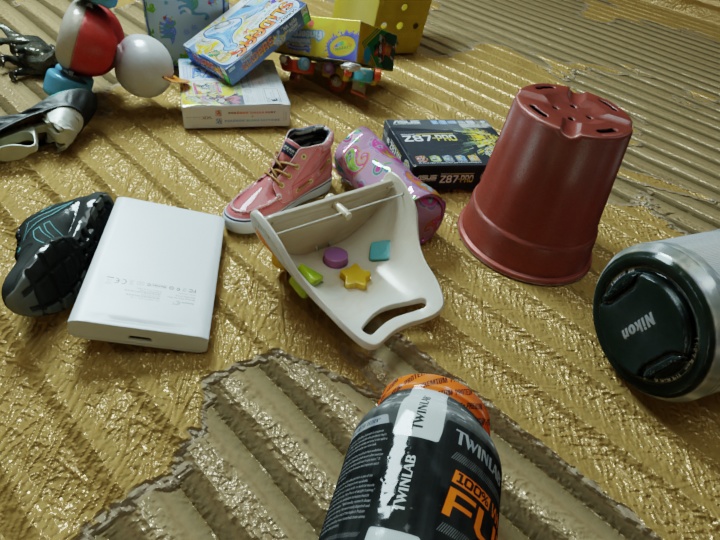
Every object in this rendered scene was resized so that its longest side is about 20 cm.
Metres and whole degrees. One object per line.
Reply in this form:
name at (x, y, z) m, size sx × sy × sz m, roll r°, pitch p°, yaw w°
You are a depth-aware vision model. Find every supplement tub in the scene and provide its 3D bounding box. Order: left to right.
supplement tub at (0.035, 0.181, 0.378) m, size 0.120 × 0.125 × 0.202 m, roll 15°, pitch 41°, yaw 7°

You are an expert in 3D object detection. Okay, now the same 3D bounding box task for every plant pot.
plant pot at (0.062, -0.625, 1.271) m, size 0.195 × 0.202 × 0.179 m, roll -10°, pitch 54°, yaw -22°
plant pot at (0.248, -0.123, 0.715) m, size 0.195 × 0.199 × 0.203 m, roll 6°, pitch 40°, yaw -5°

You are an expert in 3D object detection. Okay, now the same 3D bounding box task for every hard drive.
hard drive at (-0.224, -0.002, 0.595) m, size 0.129 × 0.027 × 0.202 m, roll 10°, pitch 39°, yaw -17°

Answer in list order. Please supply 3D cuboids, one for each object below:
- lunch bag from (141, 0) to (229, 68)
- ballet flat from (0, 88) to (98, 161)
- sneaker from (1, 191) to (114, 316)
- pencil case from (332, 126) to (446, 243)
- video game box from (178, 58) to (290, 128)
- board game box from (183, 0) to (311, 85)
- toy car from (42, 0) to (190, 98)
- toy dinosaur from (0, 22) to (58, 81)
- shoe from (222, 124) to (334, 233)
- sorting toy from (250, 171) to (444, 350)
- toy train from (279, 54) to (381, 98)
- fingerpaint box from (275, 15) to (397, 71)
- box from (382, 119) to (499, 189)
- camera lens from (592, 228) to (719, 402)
lunch bag at (-0.324, -0.487, 1.014) m, size 0.156 × 0.203 × 0.084 m, roll -5°, pitch 48°, yaw -14°
ballet flat at (-0.455, -0.194, 0.761) m, size 0.198 × 0.069 × 0.068 m, roll -35°, pitch 66°, yaw -29°
sneaker at (-0.334, -0.018, 0.584) m, size 0.077 × 0.077 × 0.202 m, roll -2°, pitch 32°, yaw 1°
pencil case at (0.035, -0.122, 0.762) m, size 0.086 × 0.089 × 0.201 m, roll -16°, pitch 46°, yaw -27°
video game box at (-0.229, -0.319, 0.960) m, size 0.177 × 0.048 × 0.202 m, roll -4°, pitch 42°, yaw -17°
board game box at (-0.203, -0.428, 0.970) m, size 0.134 × 0.035 × 0.200 m, roll 34°, pitch 71°, yaw 28°
toy car at (-0.378, -0.345, 0.876) m, size 0.196 × 0.187 × 0.177 m, roll 19°, pitch 16°, yaw -28°
toy dinosaur at (-0.586, -0.385, 0.959) m, size 0.197 × 0.079 × 0.102 m, roll 27°, pitch 31°, yaw 26°
shoe at (-0.108, -0.130, 0.731) m, size 0.071 × 0.093 × 0.199 m, roll 31°, pitch 44°, yaw 24°
sorting toy at (0.000, 0.000, 0.607) m, size 0.197 × 0.108 × 0.181 m, roll -21°, pitch 56°, yaw -32°
toy train at (-0.057, -0.366, 1.020) m, size 0.197 × 0.057 × 0.149 m, roll 23°, pitch 24°, yaw 36°
fingerpaint box at (-0.050, -0.450, 1.062) m, size 0.196 × 0.075 × 0.166 m, roll 17°, pitch 20°, yaw 25°
box at (0.149, -0.194, 0.891) m, size 0.195 × 0.050 × 0.163 m, roll -3°, pitch 39°, yaw -15°
camera lens at (0.368, 0.042, 0.576) m, size 0.195 × 0.163 × 0.161 m, roll -9°, pitch 43°, yaw -21°
